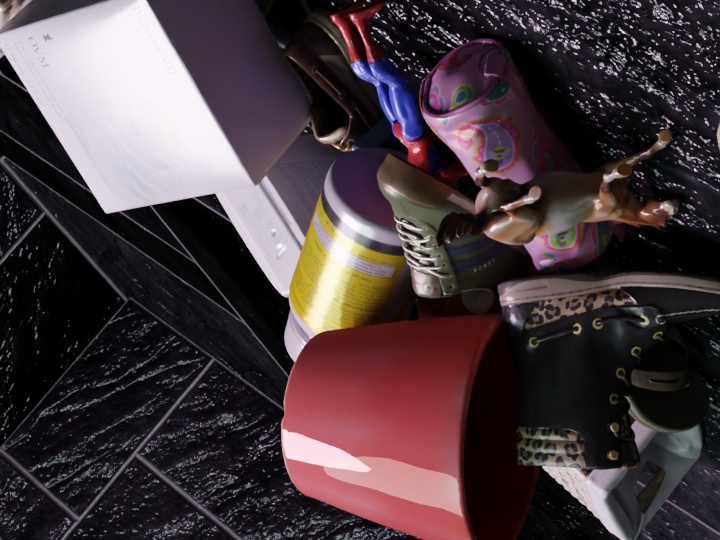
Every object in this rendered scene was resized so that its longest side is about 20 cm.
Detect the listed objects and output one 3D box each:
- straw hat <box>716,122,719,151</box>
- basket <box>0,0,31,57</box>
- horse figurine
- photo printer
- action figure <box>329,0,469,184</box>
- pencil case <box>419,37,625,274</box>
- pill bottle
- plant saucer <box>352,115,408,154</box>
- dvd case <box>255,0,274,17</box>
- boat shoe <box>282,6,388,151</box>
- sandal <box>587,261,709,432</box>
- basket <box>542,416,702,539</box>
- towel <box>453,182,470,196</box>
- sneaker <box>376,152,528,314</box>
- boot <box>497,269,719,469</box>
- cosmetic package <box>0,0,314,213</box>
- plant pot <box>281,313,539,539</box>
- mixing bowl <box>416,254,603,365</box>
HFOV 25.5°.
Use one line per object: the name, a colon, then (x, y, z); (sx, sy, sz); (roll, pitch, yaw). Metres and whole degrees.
straw hat: (0.281, -0.010, 0.996); (0.200, 0.085, 0.201); (38, 168, 10)
basket: (-0.349, -0.342, 1.481); (0.198, 0.200, 0.161); (41, 166, -5)
horse figurine: (0.142, -0.051, 1.147); (0.133, 0.198, 0.050); (101, 156, -73)
photo printer: (-0.040, -0.059, 1.592); (0.199, 0.069, 0.167); (-10, -118, -54)
action figure: (0.059, -0.136, 1.312); (0.065, 0.098, 0.202); (21, 135, 65)
pencil case: (0.126, -0.084, 1.222); (0.200, 0.088, 0.087); (49, 165, -33)
pill bottle: (0.000, 0.000, 1.420); (0.114, 0.114, 0.201); (36, 132, 17)
plant saucer: (0.049, -0.062, 1.481); (0.019, 0.070, 0.201); (29, 154, 41)
dvd case: (-0.135, -0.292, 1.433); (0.148, 0.016, 0.200); (41, 168, -4)
boat shoe: (-0.017, -0.142, 1.431); (0.072, 0.072, 0.201); (29, 157, 38)
sandal: (0.256, 0.075, 1.403); (0.057, 0.080, 0.201); (4, 143, 47)
basket: (0.247, 0.163, 1.571); (0.123, 0.136, 0.200); (37, 171, 27)
towel: (0.061, -0.079, 1.567); (0.200, 0.024, 0.147); (47, 165, -26)
sneaker: (0.068, -0.019, 1.275); (0.067, 0.090, 0.200); (34, -175, 39)
boot: (0.205, 0.076, 1.231); (0.198, 0.152, 0.073); (-1, 178, 15)
cosmetic package: (-0.182, -0.175, 1.424); (0.199, 0.123, 0.200); (-8, 123, 38)
plant pot: (0.042, 0.128, 1.330); (0.176, 0.202, 0.201); (5, 151, 26)
mixing bowl: (0.133, 0.055, 1.442); (0.198, 0.109, 0.201); (13, 153, 7)
